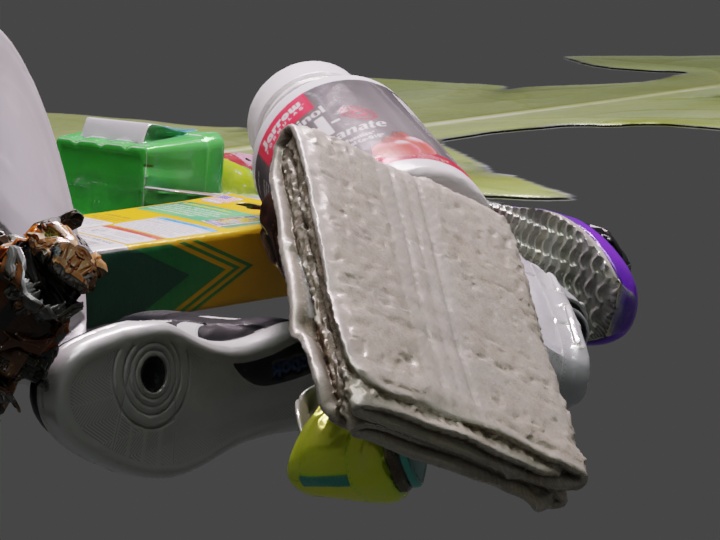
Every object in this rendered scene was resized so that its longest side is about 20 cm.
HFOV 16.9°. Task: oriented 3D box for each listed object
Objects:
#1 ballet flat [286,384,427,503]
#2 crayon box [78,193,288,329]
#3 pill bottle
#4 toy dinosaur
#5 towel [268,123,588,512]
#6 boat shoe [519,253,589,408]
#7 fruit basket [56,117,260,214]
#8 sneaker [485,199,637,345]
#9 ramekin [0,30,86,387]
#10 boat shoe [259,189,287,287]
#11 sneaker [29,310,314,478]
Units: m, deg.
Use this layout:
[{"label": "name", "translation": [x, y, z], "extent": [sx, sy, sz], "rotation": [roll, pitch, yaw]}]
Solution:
[{"label": "ballet flat", "translation": [0.008, 0.048, 1.144], "extent": [0.067, 0.067, 0.200], "rotation": [-14, 22, 19]}, {"label": "crayon box", "translation": [-0.131, -0.007, 1.561], "extent": [0.200, 0.052, 0.126], "rotation": [-10, 14, -36]}, {"label": "pill bottle", "translation": [-0.002, -0.053, 1.488], "extent": [0.110, 0.111, 0.200], "rotation": [-5, 29, -19]}, {"label": "toy dinosaur", "translation": [-0.176, 0.034, 1.085], "extent": [0.102, 0.136, 0.200], "rotation": [33, -25, 1]}, {"label": "towel", "translation": [0.028, 0.020, 1.097], "extent": [0.132, 0.034, 0.200], "rotation": [24, 32, -26]}, {"label": "boat shoe", "translation": [0.089, 0.029, 1.298], "extent": [0.068, 0.072, 0.200], "rotation": [13, 7, -3]}, {"label": "fruit basket", "translation": [-0.119, -0.067, 1.775], "extent": [0.200, 0.094, 0.185], "rotation": [-7, 11, -43]}, {"label": "sneaker", "translation": [0.128, -0.002, 1.451], "extent": [0.099, 0.070, 0.200], "rotation": [9, 10, -28]}, {"label": "ramekin", "translation": [-0.222, -0.027, 1.317], "extent": [0.094, 0.203, 0.202], "rotation": [-13, 9, 6]}, {"label": "boat shoe", "translation": [0.000, 0.000, 1.255], "extent": [0.070, 0.070, 0.200], "rotation": [43, -5, 19]}, {"label": "sneaker", "translation": [-0.110, 0.057, 1.180], "extent": [0.112, 0.073, 0.200], "rotation": [3, 3, 38]}]
